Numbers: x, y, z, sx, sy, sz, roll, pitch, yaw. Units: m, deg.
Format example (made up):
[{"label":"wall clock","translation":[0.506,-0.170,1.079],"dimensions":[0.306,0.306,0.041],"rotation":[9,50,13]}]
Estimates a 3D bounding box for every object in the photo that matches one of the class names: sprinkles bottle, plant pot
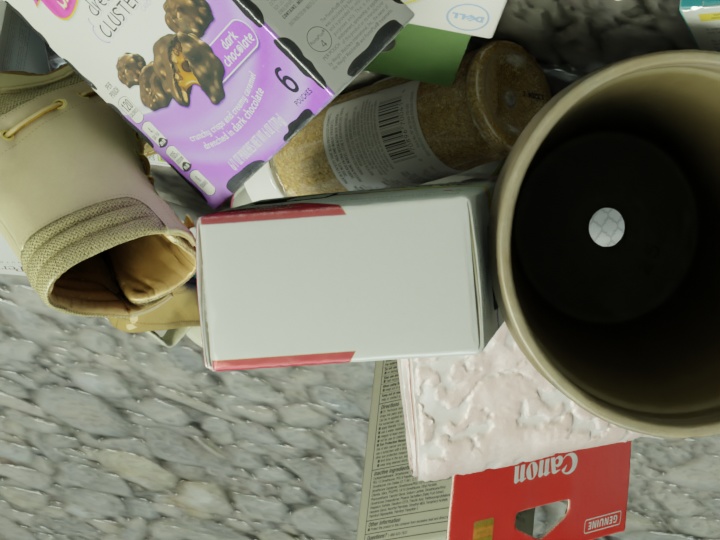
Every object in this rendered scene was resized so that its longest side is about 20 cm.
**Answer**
[{"label":"sprinkles bottle","translation":[0.019,-0.079,1.622],"dimensions":[0.199,0.069,0.068],"rotation":[-15,149,43]},{"label":"plant pot","translation":[0.151,-0.019,1.493],"dimensions":[0.199,0.201,0.174],"rotation":[13,-179,-11]}]

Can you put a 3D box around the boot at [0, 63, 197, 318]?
[{"label":"boot","translation":[-0.123,-0.048,1.476],"dimensions":[0.199,0.155,0.073],"rotation":[-10,135,-42]}]

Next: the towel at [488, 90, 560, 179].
[{"label":"towel","translation":[0.153,-0.025,1.675],"dimensions":[0.199,0.023,0.144],"rotation":[18,121,-27]}]

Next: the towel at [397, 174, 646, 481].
[{"label":"towel","translation":[0.119,0.027,1.649],"dimensions":[0.199,0.032,0.192],"rotation":[-10,119,-6]}]

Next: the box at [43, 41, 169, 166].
[{"label":"box","translation":[-0.125,-0.118,1.619],"dimensions":[0.109,0.035,0.200],"rotation":[7,158,3]}]

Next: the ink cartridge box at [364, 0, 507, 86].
[{"label":"ink cartridge box","translation":[0.001,-0.151,1.443],"dimensions":[0.145,0.048,0.200],"rotation":[10,144,-7]}]

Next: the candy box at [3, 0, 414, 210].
[{"label":"candy box","translation":[-0.094,-0.146,1.376],"dimensions":[0.200,0.072,0.168],"rotation":[45,150,-4]}]

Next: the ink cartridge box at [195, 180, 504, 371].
[{"label":"ink cartridge box","translation":[0.000,0.000,1.493],"dimensions":[0.145,0.083,0.200],"rotation":[-5,-176,7]}]

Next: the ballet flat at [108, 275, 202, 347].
[{"label":"ballet flat","translation":[-0.111,0.021,1.851],"dimensions":[0.069,0.063,0.200],"rotation":[33,-172,27]}]

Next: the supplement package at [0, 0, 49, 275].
[{"label":"supplement package","translation":[-0.247,-0.091,1.618],"dimensions":[0.116,0.118,0.200],"rotation":[5,158,6]}]

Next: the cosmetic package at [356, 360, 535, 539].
[{"label":"cosmetic package","translation":[0.064,0.098,1.859],"dimensions":[0.105,0.201,0.071],"rotation":[-12,152,42]}]

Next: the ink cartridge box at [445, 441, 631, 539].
[{"label":"ink cartridge box","translation":[0.134,0.102,1.786],"dimensions":[0.045,0.177,0.200],"rotation":[10,-168,40]}]

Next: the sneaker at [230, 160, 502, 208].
[{"label":"sneaker","translation":[0.011,-0.024,1.729],"dimensions":[0.199,0.089,0.081],"rotation":[0,157,18]}]

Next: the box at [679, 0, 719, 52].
[{"label":"box","translation":[0.235,-0.115,1.489],"dimensions":[0.082,0.049,0.200],"rotation":[0,156,21]}]

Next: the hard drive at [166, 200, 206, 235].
[{"label":"hard drive","translation":[-0.048,0.006,1.761],"dimensions":[0.200,0.025,0.132],"rotation":[27,-175,41]}]
